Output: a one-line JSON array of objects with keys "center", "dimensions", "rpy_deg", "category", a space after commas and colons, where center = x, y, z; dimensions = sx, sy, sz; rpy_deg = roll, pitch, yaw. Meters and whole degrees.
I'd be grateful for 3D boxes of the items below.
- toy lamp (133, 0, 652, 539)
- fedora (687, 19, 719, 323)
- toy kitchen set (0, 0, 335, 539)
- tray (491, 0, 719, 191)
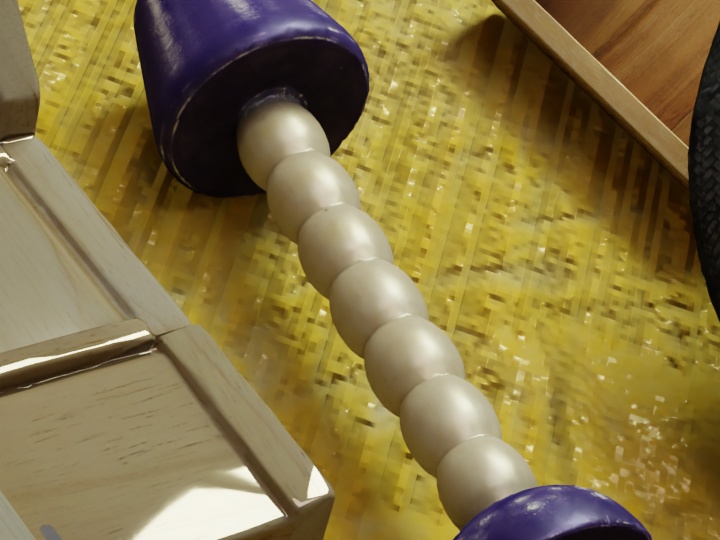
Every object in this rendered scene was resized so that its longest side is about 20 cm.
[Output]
[{"center": [0.000, 0.000, 0.648], "dimensions": [0.058, 0.058, 0.200], "rpy_deg": [-8, 51, -30], "category": "toy lamp"}, {"center": [0.173, -0.022, 0.686], "dimensions": [0.200, 0.092, 0.201], "rpy_deg": [-1, 72, 2], "category": "fedora"}, {"center": [-0.114, -0.033, 0.538], "dimensions": [0.163, 0.181, 0.200], "rpy_deg": [-15, 48, -34], "category": "toy kitchen set"}, {"center": [0.134, -0.117, 0.747], "dimensions": [0.099, 0.200, 0.037], "rpy_deg": [47, 4, 27], "category": "tray"}]
